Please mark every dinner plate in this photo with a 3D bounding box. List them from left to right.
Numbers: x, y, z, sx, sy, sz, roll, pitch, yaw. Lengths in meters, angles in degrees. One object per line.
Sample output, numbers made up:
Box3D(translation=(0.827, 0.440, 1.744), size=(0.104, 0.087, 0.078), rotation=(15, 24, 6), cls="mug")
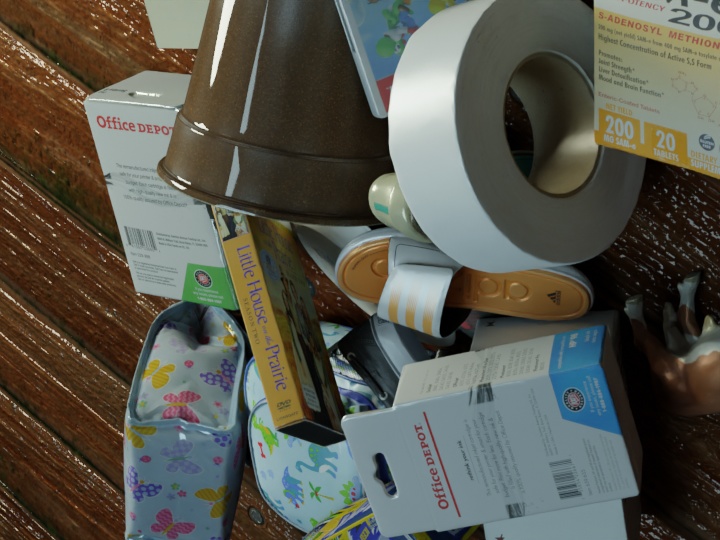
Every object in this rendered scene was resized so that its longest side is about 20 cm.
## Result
Box3D(translation=(0.000, 0.000, 1.646), size=(0.200, 0.024, 0.200), rotation=(43, 168, 12), cls="dinner plate")

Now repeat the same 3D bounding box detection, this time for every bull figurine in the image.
Box3D(translation=(0.285, 0.058, 1.425), size=(0.200, 0.065, 0.121), rotation=(-15, 100, 48), cls="bull figurine")

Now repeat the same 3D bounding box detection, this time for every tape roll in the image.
Box3D(translation=(0.116, -0.100, 1.391), size=(0.071, 0.202, 0.203), rotation=(-9, 108, 48), cls="tape roll")

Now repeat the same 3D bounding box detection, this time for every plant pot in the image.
Box3D(translation=(-0.046, -0.156, 1.518), size=(0.200, 0.200, 0.198), rotation=(23, 110, 36), cls="plant pot")

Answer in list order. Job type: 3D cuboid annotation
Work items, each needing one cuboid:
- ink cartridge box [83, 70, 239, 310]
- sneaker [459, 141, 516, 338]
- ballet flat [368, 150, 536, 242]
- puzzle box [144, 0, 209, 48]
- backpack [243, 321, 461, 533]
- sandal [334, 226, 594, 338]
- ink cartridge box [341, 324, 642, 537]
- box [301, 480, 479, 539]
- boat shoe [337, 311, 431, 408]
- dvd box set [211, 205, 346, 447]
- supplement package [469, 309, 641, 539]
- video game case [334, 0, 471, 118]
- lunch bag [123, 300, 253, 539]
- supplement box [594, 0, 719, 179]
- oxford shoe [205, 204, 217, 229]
Box3D(translation=(-0.158, -0.076, 1.786), size=(0.146, 0.084, 0.200), rotation=(10, 122, 43), cls="ink cartridge box")
Box3D(translation=(0.104, -0.026, 1.552), size=(0.098, 0.071, 0.201), rotation=(10, 123, 40), cls="sneaker")
Box3D(translation=(0.088, -0.054, 1.451), size=(0.069, 0.200, 0.070), rotation=(2, 93, 48), cls="ballet flat")
Box3D(translation=(-0.121, -0.256, 1.675), size=(0.200, 0.025, 0.133), rotation=(8, 120, 44), cls="puzzle box")
Box3D(translation=(-0.017, 0.144, 1.736), size=(0.200, 0.147, 0.183), rotation=(20, 126, 41), cls="backpack")
Box3D(translation=(0.077, 0.018, 1.513), size=(0.207, 0.059, 0.079), rotation=(7, 133, 11), cls="sandal")
Box3D(translation=(0.099, 0.121, 1.440), size=(0.200, 0.067, 0.116), rotation=(-12, 114, 16), cls="ink cartridge box")
Box3D(translation=(0.013, 0.226, 1.598), size=(0.070, 0.064, 0.200), rotation=(49, 143, -3), cls="box")
Box3D(translation=(0.046, 0.126, 1.607), size=(0.066, 0.070, 0.200), rotation=(-27, 109, 13), cls="boat shoe")
Box3D(translation=(-0.063, 0.040, 1.583), size=(0.029, 0.146, 0.200), rotation=(-20, 74, 10), cls="dvd box set")
Box3D(translation=(0.156, 0.146, 1.547), size=(0.117, 0.117, 0.200), rotation=(-4, 115, 15), cls="supplement package")
Box3D(translation=(0.045, -0.230, 1.431), size=(0.017, 0.143, 0.200), rotation=(-148, 38, -69), cls="video game case")
Box3D(translation=(-0.158, 0.144, 1.872), size=(0.127, 0.200, 0.170), rotation=(6, 126, -1), cls="lunch bag")
Box3D(translation=(0.228, -0.172, 1.322), size=(0.126, 0.074, 0.200), rotation=(20, 128, 37), cls="supplement box")
Box3D(translation=(-0.097, -0.133, 1.686), size=(0.073, 0.084, 0.200), rotation=(24, 128, 38), cls="oxford shoe")
